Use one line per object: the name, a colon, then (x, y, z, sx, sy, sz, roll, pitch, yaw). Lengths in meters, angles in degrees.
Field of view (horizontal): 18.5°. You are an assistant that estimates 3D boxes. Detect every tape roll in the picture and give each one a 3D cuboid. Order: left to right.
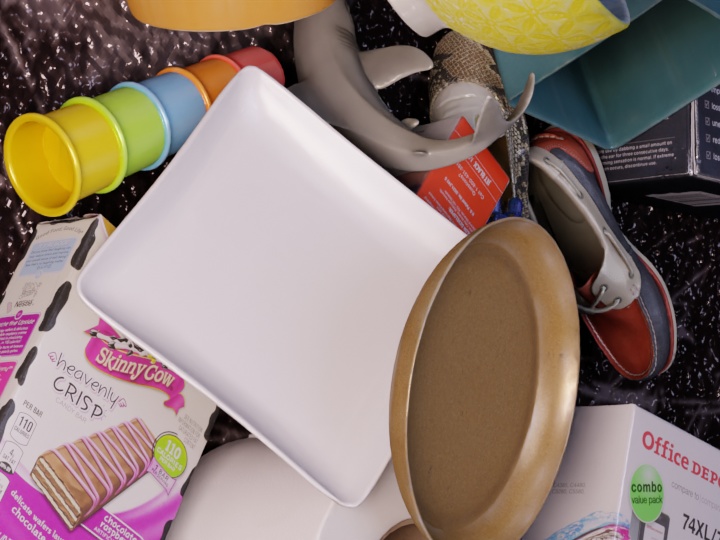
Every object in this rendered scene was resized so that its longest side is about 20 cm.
tape roll: (-0.016, 0.200, 1.315, 0.202, 0.138, 0.205, 6, 82, -48)

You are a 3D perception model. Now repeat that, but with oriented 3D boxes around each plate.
plate: (-0.039, 0.010, 1.259, 0.199, 0.032, 0.200, 39, 54, -6)

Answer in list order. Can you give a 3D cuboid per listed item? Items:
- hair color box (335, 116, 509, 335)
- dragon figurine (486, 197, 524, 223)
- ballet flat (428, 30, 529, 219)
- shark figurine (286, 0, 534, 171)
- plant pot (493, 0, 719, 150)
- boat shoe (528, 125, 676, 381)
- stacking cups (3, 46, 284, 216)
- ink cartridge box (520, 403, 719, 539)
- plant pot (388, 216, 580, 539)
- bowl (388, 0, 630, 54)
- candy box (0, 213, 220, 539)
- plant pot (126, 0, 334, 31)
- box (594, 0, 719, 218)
hair color box: (0.000, 0.000, 1.377, 0.064, 0.110, 0.201, 49, 53, -29)
dragon figurine: (0.049, 0.040, 1.432, 0.059, 0.099, 0.201, 29, 71, -42)
ballet flat: (0.081, -0.063, 1.498, 0.075, 0.067, 0.202, -28, 110, -69)
shark figurine: (0.002, -0.099, 1.346, 0.089, 0.214, 0.129, 8, 111, -47)
plant pot: (0.163, -0.217, 1.530, 0.141, 0.141, 0.201, 18, 47, -51)
boat shoe: (0.165, -0.006, 1.582, 0.063, 0.071, 0.201, -42, 111, -55)
stacking cups: (-0.116, -0.087, 1.298, 0.199, 0.060, 0.061, -25, 104, -46)
ink cartridge box: (0.153, 0.207, 1.494, 0.146, 0.145, 0.202, 27, 66, -43)
plant pot: (0.069, 0.068, 1.273, 0.200, 0.027, 0.202, -18, 112, -56)
bowl: (0.060, -0.199, 1.294, 0.200, 0.107, 0.201, 51, 18, -24)
candy box: (-0.157, 0.089, 1.235, 0.136, 0.061, 0.201, 42, 56, -35)
plant pot: (-0.079, -0.242, 1.275, 0.200, 0.199, 0.185, -27, 121, -45)
box: (0.257, -0.150, 1.661, 0.199, 0.123, 0.198, 9, 81, -47)
